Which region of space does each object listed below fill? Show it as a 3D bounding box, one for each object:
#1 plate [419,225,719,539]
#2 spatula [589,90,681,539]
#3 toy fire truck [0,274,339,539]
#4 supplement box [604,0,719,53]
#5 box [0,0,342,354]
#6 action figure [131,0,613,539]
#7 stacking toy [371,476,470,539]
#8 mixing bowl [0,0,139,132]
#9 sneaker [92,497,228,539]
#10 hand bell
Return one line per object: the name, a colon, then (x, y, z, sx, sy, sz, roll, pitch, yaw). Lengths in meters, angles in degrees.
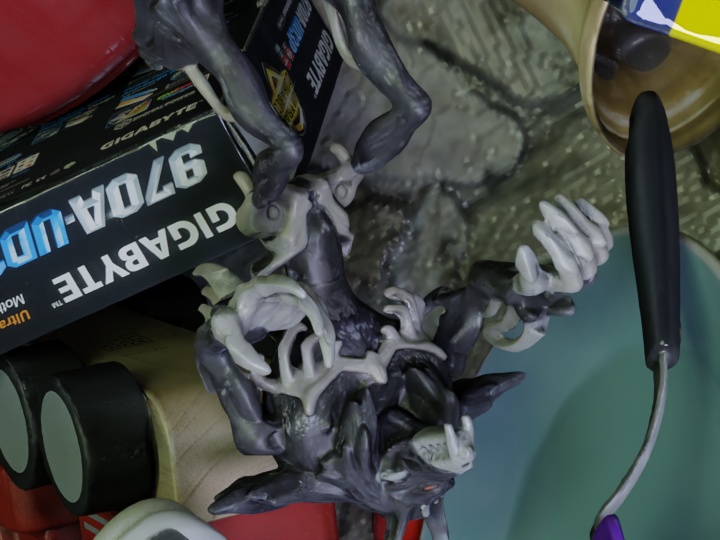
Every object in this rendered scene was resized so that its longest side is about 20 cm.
plate: (0.070, 0.085, 0.784, 0.200, 0.026, 0.200, -45, 38, 51)
spatula: (0.076, 0.039, 0.737, 0.021, 0.057, 0.200, 7, 63, 0)
toy fire truck: (-0.051, 0.111, 0.906, 0.176, 0.129, 0.200, 13, 113, 62)
supplement box: (0.170, -0.095, 0.748, 0.200, 0.109, 0.110, 18, 100, -10)
box: (-0.110, -0.023, 0.900, 0.200, 0.159, 0.046, -24, 108, 15)
action figure: (0.000, 0.000, 0.767, 0.102, 0.119, 0.200, 2, 111, 62)
stacking toy: (0.067, 0.141, 0.869, 0.085, 0.085, 0.200, -44, 67, 20)
mixing bowl: (-0.121, -0.117, 0.881, 0.200, 0.108, 0.200, -32, 30, 21)
sneaker: (-0.089, 0.120, 0.802, 0.081, 0.075, 0.200, 48, 146, 17)
hand bell: (0.043, -0.128, 0.893, 0.200, 0.104, 0.104, 36, 105, 36)
